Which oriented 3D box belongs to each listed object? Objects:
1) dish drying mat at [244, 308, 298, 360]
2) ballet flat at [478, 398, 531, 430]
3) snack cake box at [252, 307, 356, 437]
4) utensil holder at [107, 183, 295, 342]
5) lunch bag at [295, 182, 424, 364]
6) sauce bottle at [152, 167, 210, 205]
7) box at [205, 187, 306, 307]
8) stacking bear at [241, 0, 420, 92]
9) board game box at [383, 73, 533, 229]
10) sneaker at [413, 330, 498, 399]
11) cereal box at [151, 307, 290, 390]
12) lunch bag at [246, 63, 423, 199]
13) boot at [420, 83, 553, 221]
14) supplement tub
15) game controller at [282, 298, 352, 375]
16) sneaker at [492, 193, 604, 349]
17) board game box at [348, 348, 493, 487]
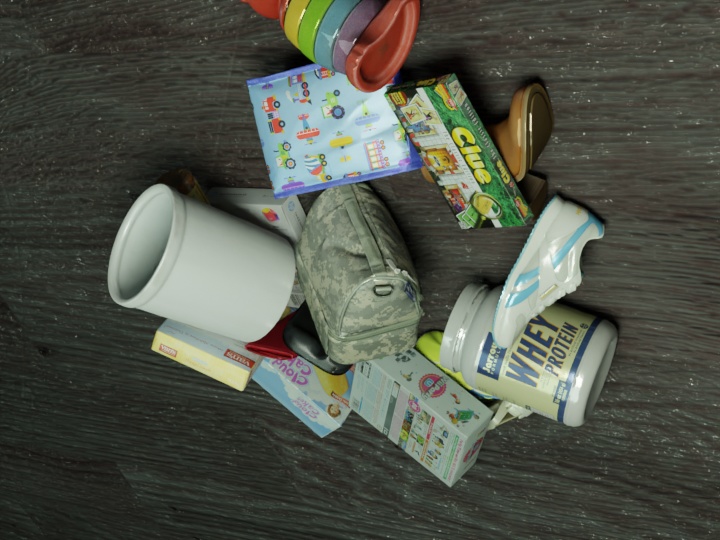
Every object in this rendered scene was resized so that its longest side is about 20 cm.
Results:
[{"bbox_3d":[-0.087,0.086,1.798,0.077,0.200,0.018,11,111,20],"label":"dish drying mat"},{"bbox_3d":[0.216,0.190,1.786,0.069,0.069,0.200,42,143,-10],"label":"ballet flat"},{"bbox_3d":[-0.092,0.147,1.933,0.200,0.115,0.067,41,143,-9],"label":"snack cake box"},{"bbox_3d":[-0.212,-0.003,1.688,0.200,0.170,0.170,23,152,-33],"label":"utensil holder"},{"bbox_3d":[0.000,0.000,1.626,0.139,0.200,0.168,-12,141,-11],"label":"lunch bag"},{"bbox_3d":[-0.228,-0.053,1.792,0.066,0.066,0.200,2,132,36],"label":"sauce bottle"},{"bbox_3d":[-0.130,-0.031,1.825,0.156,0.041,0.200,4,135,36],"label":"box"},{"bbox_3d":[-0.045,-0.295,1.417,0.200,0.121,0.114,33,169,17],"label":"stacking bear"},{"bbox_3d":[0.113,-0.133,1.436,0.105,0.023,0.200,-5,126,47],"label":"board game box"},{"bbox_3d":[0.171,0.150,1.773,0.200,0.076,0.105,24,156,40],"label":"sneaker"},{"bbox_3d":[-0.197,0.084,1.799,0.144,0.200,0.040,24,119,4],"label":"cereal box"},{"bbox_3d":[-0.020,-0.181,1.511,0.200,0.094,0.151,-7,101,32],"label":"lunch bag"},{"bbox_3d":[0.143,-0.153,1.468,0.155,0.077,0.200,22,149,23],"label":"boot"},{"bbox_3d":[0.218,0.104,1.622,0.200,0.145,0.145,20,141,18],"label":"supplement tub"},{"bbox_3d":[-0.029,0.063,1.723,0.104,0.200,0.042,26,130,9],"label":"game controller"},{"bbox_3d":[0.222,0.012,1.510,0.081,0.077,0.200,27,106,7],"label":"sneaker"},{"bbox_3d":[0.082,0.197,1.787,0.200,0.064,0.148,38,147,20],"label":"board game box"}]
